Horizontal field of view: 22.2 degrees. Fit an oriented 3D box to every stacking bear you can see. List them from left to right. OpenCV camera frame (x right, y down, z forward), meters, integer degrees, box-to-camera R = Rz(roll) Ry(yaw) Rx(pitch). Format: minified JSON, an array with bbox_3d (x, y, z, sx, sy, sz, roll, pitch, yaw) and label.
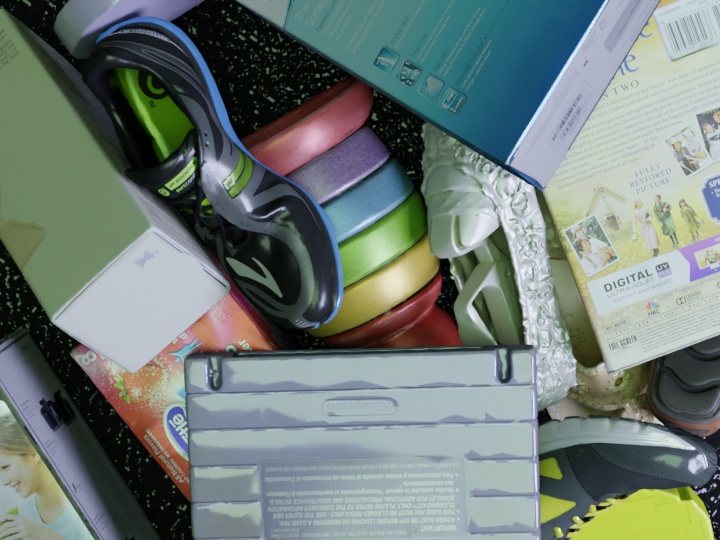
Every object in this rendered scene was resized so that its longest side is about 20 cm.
[{"bbox_3d":[0.000,0.000,1.096,0.121,0.114,0.201,-29,99,0],"label":"stacking bear"}]

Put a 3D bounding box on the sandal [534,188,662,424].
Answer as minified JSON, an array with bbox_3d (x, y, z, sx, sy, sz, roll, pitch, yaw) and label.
[{"bbox_3d":[0.136,0.044,1.115,0.077,0.070,0.212,-27,95,2],"label":"sandal"}]

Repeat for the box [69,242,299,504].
[{"bbox_3d":[-0.071,0.089,1.106,0.100,0.095,0.200,-39,94,3],"label":"box"}]

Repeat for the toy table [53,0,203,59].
[{"bbox_3d":[-0.123,-0.216,1.050,0.117,0.200,0.184,52,132,0],"label":"toy table"}]

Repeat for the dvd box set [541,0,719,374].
[{"bbox_3d":[0.174,-0.059,1.048,0.146,0.029,0.201,-21,93,5],"label":"dvd box set"}]

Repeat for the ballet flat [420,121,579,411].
[{"bbox_3d":[0.075,-0.004,1.060,0.071,0.072,0.201,-20,104,2],"label":"ballet flat"}]

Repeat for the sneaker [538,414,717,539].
[{"bbox_3d":[0.116,0.132,1.077,0.199,0.074,0.085,-8,77,32],"label":"sneaker"}]

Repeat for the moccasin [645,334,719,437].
[{"bbox_3d":[0.226,0.004,1.111,0.073,0.078,0.202,9,79,15],"label":"moccasin"}]

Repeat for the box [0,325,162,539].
[{"bbox_3d":[-0.185,0.139,1.103,0.060,0.117,0.201,-31,96,5],"label":"box"}]

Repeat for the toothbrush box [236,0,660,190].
[{"bbox_3d":[0.048,-0.159,1.004,0.200,0.085,0.147,32,93,20],"label":"toothbrush box"}]

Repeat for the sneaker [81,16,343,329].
[{"bbox_3d":[-0.086,-0.046,1.000,0.071,0.083,0.200,-35,92,30],"label":"sneaker"}]

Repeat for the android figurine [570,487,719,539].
[{"bbox_3d":[0.164,0.206,1.137,0.181,0.041,0.201,-14,101,6],"label":"android figurine"}]

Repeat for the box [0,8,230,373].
[{"bbox_3d":[-0.167,-0.047,1.047,0.078,0.095,0.200,-40,56,5],"label":"box"}]

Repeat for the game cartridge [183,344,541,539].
[{"bbox_3d":[0.002,0.109,1.039,0.199,0.038,0.130,-1,99,5],"label":"game cartridge"}]
